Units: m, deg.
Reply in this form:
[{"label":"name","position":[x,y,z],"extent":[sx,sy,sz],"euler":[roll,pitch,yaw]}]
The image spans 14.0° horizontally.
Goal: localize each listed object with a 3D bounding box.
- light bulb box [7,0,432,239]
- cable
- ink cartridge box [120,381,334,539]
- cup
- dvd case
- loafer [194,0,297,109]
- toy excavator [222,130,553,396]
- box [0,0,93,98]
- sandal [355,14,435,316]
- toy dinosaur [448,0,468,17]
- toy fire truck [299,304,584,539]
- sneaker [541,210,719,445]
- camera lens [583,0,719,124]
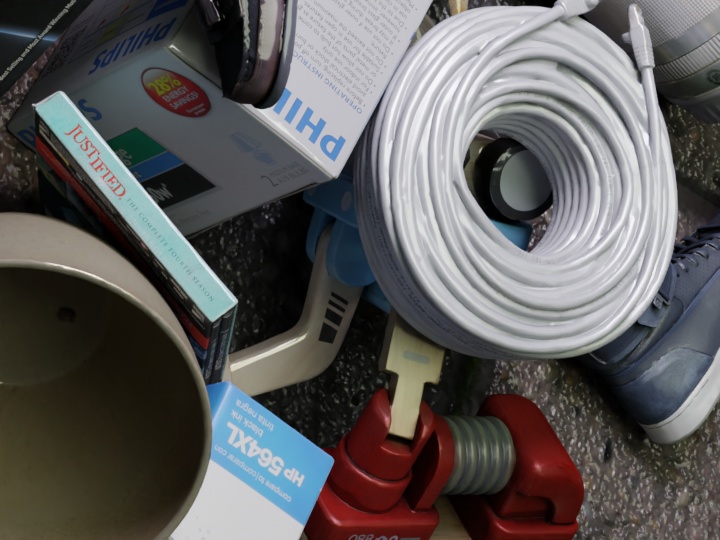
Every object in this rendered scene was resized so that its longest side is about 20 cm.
[{"label":"light bulb box","position":[-0.067,-0.140,1.644],"extent":[0.125,0.198,0.200],"euler":[38,62,-20]},{"label":"cable","position":[0.086,-0.048,1.625],"extent":[0.200,0.069,0.200],"euler":[-13,90,-32]},{"label":"ink cartridge box","position":[-0.120,0.171,1.570],"extent":[0.084,0.146,0.200],"euler":[39,60,-25]},{"label":"cup","position":[-0.179,0.049,1.510],"extent":[0.200,0.200,0.143],"euler":[39,19,-22]},{"label":"dvd case","position":[-0.122,-0.009,1.560],"extent":[0.022,0.200,0.146],"euler":[-38,81,-14]},{"label":"loafer","position":[-0.072,-0.180,1.491],"extent":[0.063,0.072,0.200],"euler":[4,75,-25]},{"label":"toy excavator","position":[0.000,0.000,1.700],"extent":[0.194,0.100,0.200],"euler":[12,97,-28]},{"label":"box","position":[-0.247,-0.144,1.459],"extent":[0.164,0.200,0.086],"euler":[26,32,-39]},{"label":"sandal","position":[0.022,-0.071,1.779],"extent":[0.082,0.055,0.200],"euler":[24,67,-29]},{"label":"toy dinosaur","position":[0.051,-0.234,1.825],"extent":[0.101,0.058,0.200],"euler":[15,65,-24]},{"label":"toy fire truck","position":[0.049,0.090,1.676],"extent":[0.176,0.200,0.129],"euler":[3,41,-34]},{"label":"sneaker","position":[0.196,-0.011,1.874],"extent":[0.146,0.077,0.202],"euler":[42,60,-23]},{"label":"camera lens","position":[0.206,-0.213,1.873],"extent":[0.200,0.160,0.160],"euler":[45,58,-18]}]
